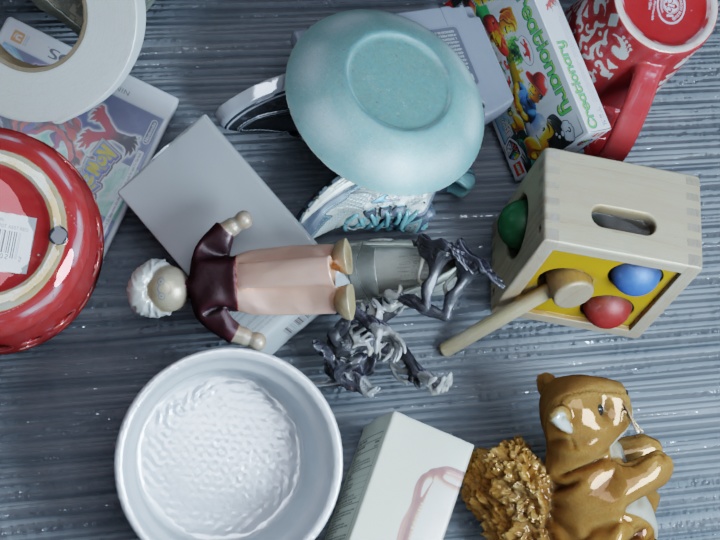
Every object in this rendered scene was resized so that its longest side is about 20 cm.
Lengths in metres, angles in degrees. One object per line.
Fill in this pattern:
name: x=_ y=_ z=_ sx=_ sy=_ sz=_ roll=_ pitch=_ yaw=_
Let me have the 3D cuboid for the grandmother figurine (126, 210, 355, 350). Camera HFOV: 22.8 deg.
grandmother figurine: x=-0.107 y=0.008 z=1.560 sx=0.199 sy=0.061 sz=0.122 roll=-6 pitch=74 yaw=8

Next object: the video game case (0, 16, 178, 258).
video game case: x=-0.292 y=-0.115 z=1.675 sx=0.182 sy=0.023 sz=0.201 roll=25 pitch=71 yaw=-6

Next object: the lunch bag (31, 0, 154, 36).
lunch bag: x=-0.248 y=-0.322 z=1.689 sx=0.164 sy=0.118 sz=0.200 roll=38 pitch=73 yaw=-2

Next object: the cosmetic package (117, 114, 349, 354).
cosmetic package: x=-0.116 y=-0.030 z=1.637 sx=0.113 sy=0.081 sz=0.200 roll=-39 pitch=77 yaw=0

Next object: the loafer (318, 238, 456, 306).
loafer: x=0.000 y=0.000 z=1.690 sx=0.199 sy=0.070 sz=0.070 roll=-8 pitch=81 yaw=-12

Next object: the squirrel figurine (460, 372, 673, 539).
squirrel figurine: x=0.187 y=0.192 z=1.634 sx=0.199 sy=0.142 sz=0.187 roll=-17 pitch=113 yaw=9

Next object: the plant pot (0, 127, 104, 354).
plant pot: x=-0.321 y=-0.031 z=1.545 sx=0.199 sy=0.182 sz=0.202 roll=1 pitch=84 yaw=-9

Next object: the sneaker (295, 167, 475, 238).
sneaker: x=0.028 y=-0.070 z=1.716 sx=0.199 sy=0.078 sz=0.087 roll=-30 pitch=88 yaw=-19

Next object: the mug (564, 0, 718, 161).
mug: x=0.269 y=-0.208 z=1.746 sx=0.133 sy=0.200 sz=0.178 roll=-20 pitch=81 yaw=-19

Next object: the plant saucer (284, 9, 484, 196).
plant saucer: x=0.030 y=-0.166 z=1.653 sx=0.200 sy=0.039 sz=0.202 roll=9 pitch=62 yaw=-18

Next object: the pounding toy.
pounding toy: x=0.196 y=-0.003 z=1.698 sx=0.199 sy=0.184 sz=0.143 roll=10 pitch=61 yaw=-11

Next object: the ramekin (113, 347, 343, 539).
ramekin: x=-0.121 y=0.168 z=1.585 sx=0.199 sy=0.098 sz=0.202 roll=0 pitch=88 yaw=-11

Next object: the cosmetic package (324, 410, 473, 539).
cosmetic package: x=0.022 y=0.241 z=1.618 sx=0.087 sy=0.103 sz=0.201 roll=23 pitch=73 yaw=-9

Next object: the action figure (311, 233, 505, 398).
action figure: x=0.034 y=0.059 z=1.632 sx=0.200 sy=0.119 sz=0.102 roll=-46 pitch=54 yaw=14

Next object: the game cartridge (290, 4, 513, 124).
game cartridge: x=0.043 y=-0.183 z=1.710 sx=0.199 sy=0.042 sz=0.134 roll=-11 pitch=74 yaw=-26

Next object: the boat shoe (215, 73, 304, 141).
boat shoe: x=-0.040 y=-0.155 z=1.728 sx=0.199 sy=0.072 sz=0.068 roll=-14 pitch=78 yaw=-24

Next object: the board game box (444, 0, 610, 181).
board game box: x=0.163 y=-0.204 z=1.757 sx=0.034 sy=0.126 sz=0.201 roll=-15 pitch=79 yaw=-35

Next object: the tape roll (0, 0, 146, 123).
tape roll: x=-0.296 y=-0.235 z=1.624 sx=0.202 sy=0.037 sz=0.204 roll=1 pitch=100 yaw=7
